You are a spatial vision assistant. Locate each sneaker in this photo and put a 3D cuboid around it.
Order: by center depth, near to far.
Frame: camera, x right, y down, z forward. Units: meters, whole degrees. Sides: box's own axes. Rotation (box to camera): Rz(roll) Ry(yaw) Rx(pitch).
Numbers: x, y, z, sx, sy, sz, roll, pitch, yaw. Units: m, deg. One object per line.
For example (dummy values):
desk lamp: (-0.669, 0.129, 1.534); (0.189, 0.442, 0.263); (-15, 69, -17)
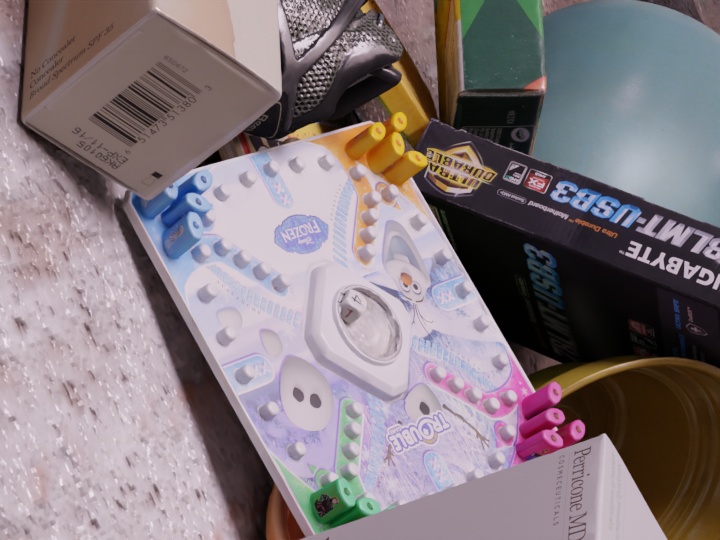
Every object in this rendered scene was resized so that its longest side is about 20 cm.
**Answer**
sneaker: (-0.031, -0.151, 1.201); (0.114, 0.076, 0.201); (29, 57, -33)

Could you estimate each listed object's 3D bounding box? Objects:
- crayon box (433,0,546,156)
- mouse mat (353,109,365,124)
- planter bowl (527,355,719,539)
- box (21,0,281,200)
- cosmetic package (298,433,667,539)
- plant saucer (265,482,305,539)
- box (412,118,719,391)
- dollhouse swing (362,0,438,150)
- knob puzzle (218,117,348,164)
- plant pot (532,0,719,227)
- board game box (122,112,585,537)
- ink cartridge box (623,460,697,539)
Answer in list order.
crayon box: (0.070, -0.156, 1.377); (0.127, 0.050, 0.201); (95, -6, -65)
mouse mat: (0.029, -0.017, 1.344); (0.161, 0.007, 0.201); (63, 2, -74)
planter bowl: (0.118, 0.113, 1.327); (0.201, 0.200, 0.084); (50, 0, -40)
box: (-0.094, -0.143, 1.104); (0.078, 0.095, 0.201); (32, 36, -33)
cosmetic package: (0.023, 0.154, 0.954); (0.085, 0.199, 0.108); (58, 21, -25)
plant saucer: (0.043, 0.151, 1.130); (0.199, 0.038, 0.201); (22, 32, -14)
box: (0.130, 0.008, 1.334); (0.050, 0.198, 0.200); (-63, 161, -17)
dollhouse swing: (0.030, -0.198, 1.350); (0.176, 0.182, 0.200); (40, 11, -13)
knob puzzle: (0.000, 0.000, 1.248); (0.220, 0.030, 0.220); (53, 22, -31)
plant pot: (0.151, -0.045, 1.529); (0.201, 0.200, 0.161); (60, 34, -21)
board game box: (0.004, 0.025, 1.152); (0.200, 0.026, 0.201); (-19, 76, -52)
ink cartridge box: (0.210, 0.155, 1.422); (0.088, 0.199, 0.146); (80, -7, -73)
